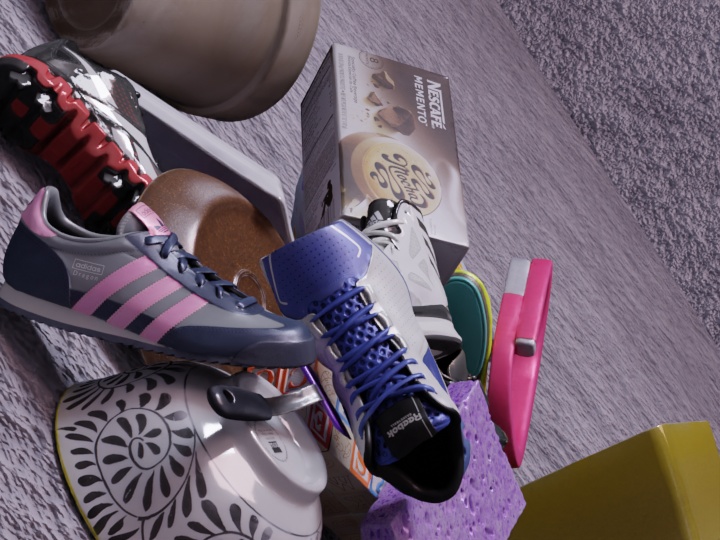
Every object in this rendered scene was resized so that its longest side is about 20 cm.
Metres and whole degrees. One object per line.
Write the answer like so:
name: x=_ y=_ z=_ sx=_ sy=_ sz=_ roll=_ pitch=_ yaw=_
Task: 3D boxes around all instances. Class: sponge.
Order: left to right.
sponge: x=0.061 y=0.172 z=1.293 sx=0.200 sy=0.030 sz=0.112 roll=-50 pitch=124 yaw=-56

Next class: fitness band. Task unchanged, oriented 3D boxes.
fitness band: x=0.138 y=0.077 z=1.582 sx=0.201 sy=0.037 sz=0.144 roll=-71 pitch=164 yaw=-48

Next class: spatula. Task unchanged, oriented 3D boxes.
spatula: x=-0.047 y=0.078 z=1.090 sx=0.057 sy=0.020 sz=0.200 roll=59 pitch=17 yaw=13

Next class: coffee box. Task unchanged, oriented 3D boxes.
coffee box: x=0.016 y=-0.080 z=1.504 sx=0.112 sy=0.080 sz=0.201 roll=15 pitch=45 yaw=-18

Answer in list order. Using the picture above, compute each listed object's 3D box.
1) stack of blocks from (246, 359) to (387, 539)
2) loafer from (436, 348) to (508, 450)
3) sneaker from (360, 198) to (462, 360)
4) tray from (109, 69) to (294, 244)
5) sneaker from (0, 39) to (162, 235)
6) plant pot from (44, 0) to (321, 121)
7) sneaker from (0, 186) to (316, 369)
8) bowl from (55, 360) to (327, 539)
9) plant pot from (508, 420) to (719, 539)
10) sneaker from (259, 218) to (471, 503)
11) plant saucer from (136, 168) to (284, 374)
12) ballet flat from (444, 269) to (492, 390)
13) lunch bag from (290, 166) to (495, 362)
stack of blocks: x=-0.005 y=0.113 z=1.287 sx=0.200 sy=0.058 sz=0.116 roll=48 pitch=40 yaw=-45
loafer: x=0.054 y=0.074 z=1.449 sx=0.200 sy=0.063 sz=0.072 roll=42 pitch=6 yaw=-19
sneaker: x=0.000 y=0.000 z=1.344 sx=0.200 sy=0.075 sz=0.116 roll=20 pitch=53 yaw=-58
tray: x=-0.125 y=-0.086 z=1.365 sx=0.199 sy=0.022 sz=0.108 roll=34 pitch=-18 yaw=18
sneaker: x=-0.176 y=-0.083 z=1.295 sx=0.201 sy=0.071 sz=0.098 roll=49 pitch=38 yaw=-10
plant pot: x=-0.160 y=-0.230 z=1.526 sx=0.173 sy=0.200 sz=0.201 roll=1 pitch=51 yaw=-50
sneaker: x=-0.117 y=0.005 z=1.094 sx=0.198 sy=0.083 sz=0.070 roll=13 pitch=5 yaw=4
bowl: x=-0.082 y=0.123 z=1.110 sx=0.201 sy=0.094 sz=0.201 roll=48 pitch=16 yaw=-18
plant pot: x=0.223 y=0.249 z=1.551 sx=0.200 sy=0.199 sz=0.178 roll=11 pitch=55 yaw=-67
sneaker: x=0.017 y=0.064 z=1.146 sx=0.200 sy=0.080 sz=0.115 roll=61 pitch=-1 yaw=-8
plant saucer: x=-0.089 y=0.023 z=1.270 sx=0.200 sy=0.036 sz=0.202 roll=39 pitch=44 yaw=-51
ballet flat: x=0.078 y=0.091 z=1.533 sx=0.067 sy=0.066 sz=0.202 roll=-47 pitch=141 yaw=-71
lunch bag: x=0.018 y=0.001 z=1.604 sx=0.200 sy=0.127 sz=0.170 roll=46 pitch=16 yaw=-57
